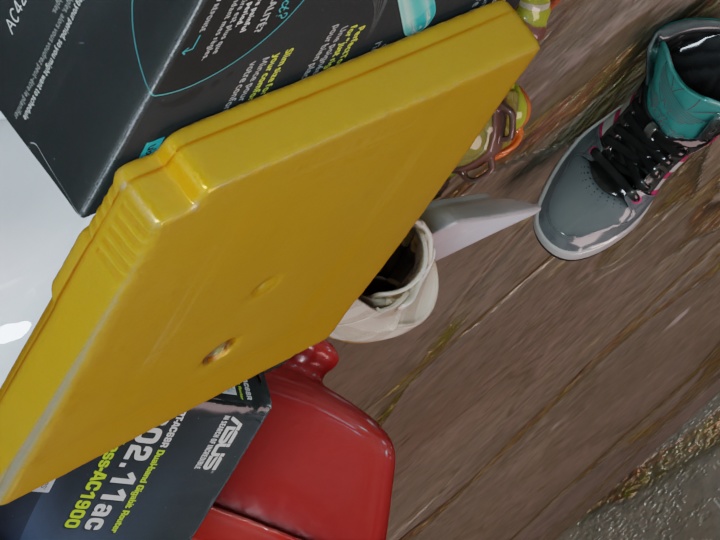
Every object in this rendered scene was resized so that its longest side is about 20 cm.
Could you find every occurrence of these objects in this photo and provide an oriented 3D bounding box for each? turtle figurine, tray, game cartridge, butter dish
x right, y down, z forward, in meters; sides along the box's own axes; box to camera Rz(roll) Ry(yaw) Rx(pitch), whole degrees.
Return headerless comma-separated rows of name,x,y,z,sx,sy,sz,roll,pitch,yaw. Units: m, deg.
turtle figurine,0.045,-0.073,1.100,0.161,0.064,0.200,-20,154,-50
tray,-0.002,-0.002,1.165,0.199,0.022,0.107,-26,173,31
game cartridge,-0.042,-0.006,0.730,0.176,0.032,0.200,-26,161,-39
butter dish,-0.055,0.105,1.194,0.199,0.199,0.149,134,-23,-78

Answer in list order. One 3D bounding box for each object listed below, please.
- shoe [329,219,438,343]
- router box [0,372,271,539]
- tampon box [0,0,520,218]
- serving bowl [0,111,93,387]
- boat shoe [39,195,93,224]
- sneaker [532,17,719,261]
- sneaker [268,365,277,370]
shoe,0.000,0.000,0.994,0.200,0.053,0.070,25,82,-63
router box,-0.153,0.103,0.967,0.149,0.062,0.200,9,128,-32
tampon box,-0.029,-0.134,0.666,0.200,0.126,0.150,-26,161,-41
serving bowl,-0.157,-0.014,0.764,0.199,0.066,0.201,-16,146,-11
boat shoe,-0.058,-0.091,0.833,0.199,0.076,0.074,-27,123,0
sneaker,0.195,-0.093,1.338,0.200,0.084,0.121,-45,170,-10
sneaker,-0.109,0.043,1.036,0.199,0.060,0.104,-32,166,14
